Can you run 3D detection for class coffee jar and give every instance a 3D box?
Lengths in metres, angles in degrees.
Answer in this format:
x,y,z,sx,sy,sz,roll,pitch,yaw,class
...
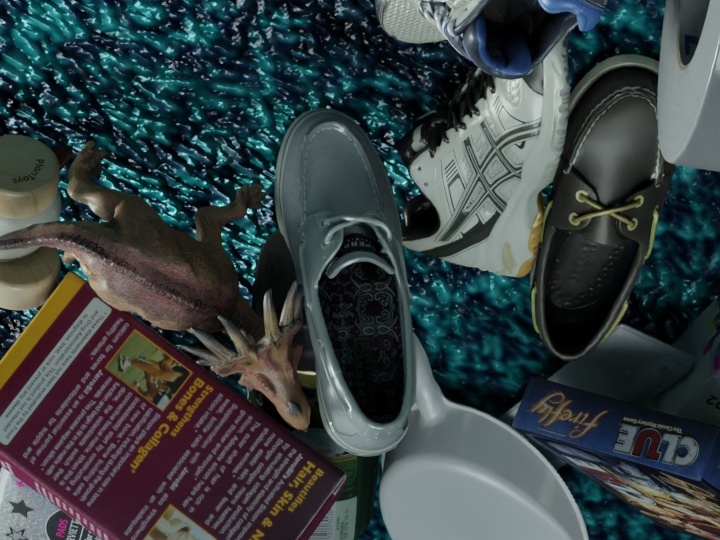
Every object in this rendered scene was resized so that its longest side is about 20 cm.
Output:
x,y,z,sx,sy,sz,roll,pitch,yaw,class
-0.026,0.068,1.642,0.085,0.104,0.200,4,133,-2,coffee jar

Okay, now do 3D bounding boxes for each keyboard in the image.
x,y,z,sx,sy,sz,roll,pitch,yaw,class
0.130,0.087,1.685,0.056,0.011,0.200,29,142,-14,keyboard

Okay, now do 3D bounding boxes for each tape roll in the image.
x,y,z,sx,sy,sz,roll,pitch,yaw,class
0.199,-0.147,1.347,0.066,0.201,0.201,8,134,-3,tape roll

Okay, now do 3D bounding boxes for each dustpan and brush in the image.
x,y,z,sx,sy,sz,roll,pitch,yaw,class
0.054,0.109,1.710,0.139,0.057,0.200,-4,137,32,dustpan and brush

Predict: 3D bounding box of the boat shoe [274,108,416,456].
x,y,z,sx,sy,sz,roll,pitch,yaw,class
-0.001,0.001,1.516,0.070,0.202,0.072,-7,168,-14,boat shoe

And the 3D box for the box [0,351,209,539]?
x,y,z,sx,sy,sz,roll,pitch,yaw,class
-0.175,0.152,1.715,0.114,0.132,0.200,13,135,-5,box

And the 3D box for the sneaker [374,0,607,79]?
x,y,z,sx,sy,sz,roll,pitch,yaw,class
0.063,-0.140,1.408,0.077,0.085,0.200,22,161,-26,sneaker

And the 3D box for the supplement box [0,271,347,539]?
x,y,z,sx,sy,sz,roll,pitch,yaw,class
-0.119,0.107,1.564,0.200,0.110,0.086,36,169,5,supplement box

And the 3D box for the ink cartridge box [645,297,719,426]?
x,y,z,sx,sy,sz,roll,pitch,yaw,class
0.257,0.064,1.636,0.115,0.068,0.200,25,131,-16,ink cartridge box

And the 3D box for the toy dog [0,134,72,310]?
x,y,z,sx,sy,sz,roll,pitch,yaw,class
-0.245,-0.064,1.565,0.200,0.096,0.132,34,132,-6,toy dog

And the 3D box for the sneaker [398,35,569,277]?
x,y,z,sx,sy,sz,roll,pitch,yaw,class
0.067,-0.073,1.517,0.087,0.076,0.200,8,133,-2,sneaker

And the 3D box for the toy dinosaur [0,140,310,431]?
x,y,z,sx,sy,sz,roll,pitch,yaw,class
-0.105,0.006,1.491,0.200,0.136,0.086,18,116,-29,toy dinosaur

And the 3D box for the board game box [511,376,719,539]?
x,y,z,sx,sy,sz,roll,pitch,yaw,class
0.197,0.126,1.637,0.135,0.035,0.200,14,167,39,board game box

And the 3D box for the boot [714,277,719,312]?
x,y,z,sx,sy,sz,roll,pitch,yaw,class
0.296,0.052,1.533,0.130,0.068,0.200,-24,127,18,boot

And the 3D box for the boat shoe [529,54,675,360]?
x,y,z,sx,sy,sz,roll,pitch,yaw,class
0.140,-0.033,1.558,0.071,0.061,0.202,7,134,-3,boat shoe
